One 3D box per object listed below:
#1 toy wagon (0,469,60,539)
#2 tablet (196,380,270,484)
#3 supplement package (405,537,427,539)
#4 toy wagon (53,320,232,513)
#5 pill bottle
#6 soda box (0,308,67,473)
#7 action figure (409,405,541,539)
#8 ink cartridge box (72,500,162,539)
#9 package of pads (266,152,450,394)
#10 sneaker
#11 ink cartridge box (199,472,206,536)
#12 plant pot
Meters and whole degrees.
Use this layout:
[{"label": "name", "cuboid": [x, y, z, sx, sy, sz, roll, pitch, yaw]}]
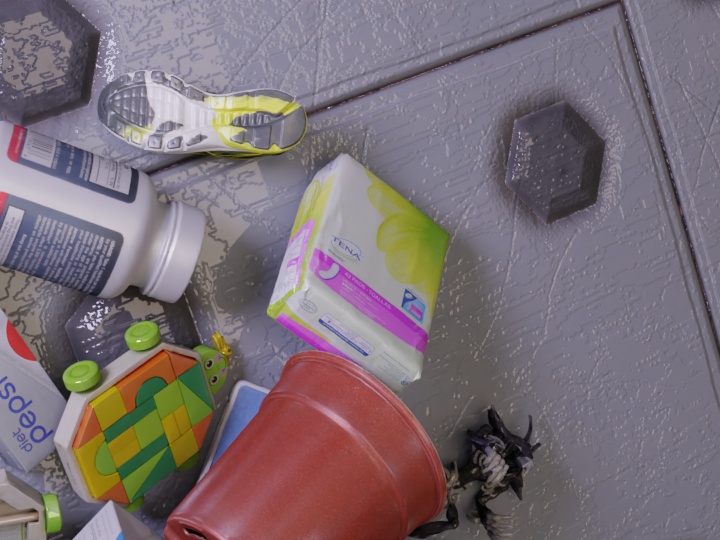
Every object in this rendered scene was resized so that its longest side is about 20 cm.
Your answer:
[{"label": "toy wagon", "cuboid": [-0.345, 0.271, 1.037, 0.153, 0.040, 0.203, -5, 118, -26]}, {"label": "tablet", "cuboid": [-0.059, 0.204, 1.187, 0.198, 0.014, 0.132, 24, 83, -21]}, {"label": "supplement package", "cuboid": [0.017, 0.368, 1.090, 0.200, 0.150, 0.153, -40, 120, -51]}, {"label": "toy wagon", "cuboid": [-0.188, 0.125, 1.087, 0.199, 0.039, 0.157, -36, 129, -33]}, {"label": "pill bottle", "cuboid": [-0.245, -0.043, 1.049, 0.197, 0.119, 0.121, 20, 85, -21]}, {"label": "soda box", "cuboid": [-0.332, 0.077, 1.033, 0.068, 0.063, 0.202, -40, 112, -28]}, {"label": "action figure", "cuboid": [0.121, 0.223, 1.210, 0.198, 0.102, 0.120, -28, 116, -18]}, {"label": "ink cartridge box", "cuboid": [-0.248, 0.312, 1.003, 0.200, 0.116, 0.067, -46, 121, 0]}, {"label": "package of pads", "cuboid": [0.000, 0.000, 1.124, 0.154, 0.068, 0.202, 37, 41, -19]}, {"label": "sneaker", "cuboid": [-0.148, -0.134, 1.110, 0.196, 0.085, 0.076, 9, 82, 1]}, {"label": "ink cartridge box", "cuboid": [-0.139, 0.317, 1.090, 0.162, 0.050, 0.202, 42, 48, -26]}, {"label": "plant pot", "cuboid": [-0.057, 0.211, 1.046, 0.195, 0.200, 0.202, -42, 106, -34]}]
